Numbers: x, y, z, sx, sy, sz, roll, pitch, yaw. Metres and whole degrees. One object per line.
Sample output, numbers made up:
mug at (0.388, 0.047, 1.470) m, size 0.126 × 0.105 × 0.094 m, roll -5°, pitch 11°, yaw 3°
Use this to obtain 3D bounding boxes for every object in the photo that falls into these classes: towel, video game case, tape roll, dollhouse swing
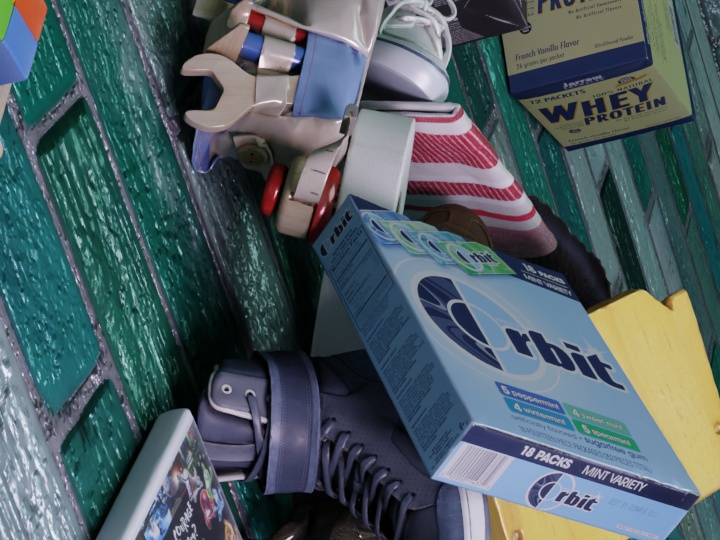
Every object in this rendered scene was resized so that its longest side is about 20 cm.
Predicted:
towel at (0.034, -0.059, 1.746) m, size 0.200 × 0.144 × 0.023 m, roll 49°, pitch 48°, yaw -57°
video game case at (-0.090, 0.197, 1.357) m, size 0.200 × 0.023 × 0.182 m, roll -67°, pitch 141°, yaw -62°
tape roll at (0.000, 0.000, 1.624) m, size 0.203 × 0.037 × 0.203 m, roll 10°, pitch 90°, yaw -88°
dollhouse swing at (0.106, 0.122, 1.680) m, size 0.200 × 0.176 × 0.182 m, roll -23°, pitch 100°, yaw -35°

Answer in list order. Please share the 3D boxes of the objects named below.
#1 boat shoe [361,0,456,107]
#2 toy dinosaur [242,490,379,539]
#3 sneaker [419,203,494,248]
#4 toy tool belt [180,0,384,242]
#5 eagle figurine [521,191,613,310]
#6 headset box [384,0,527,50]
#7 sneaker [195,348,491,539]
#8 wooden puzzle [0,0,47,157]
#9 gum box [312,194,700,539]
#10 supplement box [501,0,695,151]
boat shoe at (0.027, -0.154, 1.739) m, size 0.075 × 0.086 × 0.202 m, roll 37°, pitch -5°, yaw -14°
toy dinosaur at (0.001, 0.154, 1.496) m, size 0.102 × 0.200 × 0.077 m, roll -43°, pitch 113°, yaw -28°
sneaker at (0.057, 0.013, 1.651) m, size 0.200 × 0.070 × 0.076 m, roll -75°, pitch -174°, yaw -48°
toy tool belt at (-0.063, -0.105, 1.567) m, size 0.125 × 0.123 × 0.200 m, roll 107°, pitch -3°, yaw -47°
eagle figurine at (0.121, 0.049, 1.840) m, size 0.151 × 0.152 × 0.200 m, roll 35°, pitch 16°, yaw -35°
headset box at (0.039, -0.251, 1.897) m, size 0.077 × 0.148 × 0.200 m, roll 59°, pitch 24°, yaw -45°
sneaker at (-0.015, 0.115, 1.422) m, size 0.203 × 0.146 × 0.077 m, roll -112°, pitch -152°, yaw -52°
wooden puzzle at (-0.195, -0.182, 1.269) m, size 0.200 × 0.046 × 0.185 m, roll -87°, pitch 156°, yaw -44°
gum box at (0.079, 0.055, 1.461) m, size 0.170 × 0.045 × 0.200 m, roll 19°, pitch 29°, yaw -35°
supplement box at (0.218, -0.245, 2.488) m, size 0.200 × 0.134 × 0.201 m, roll 35°, pitch 45°, yaw -66°
